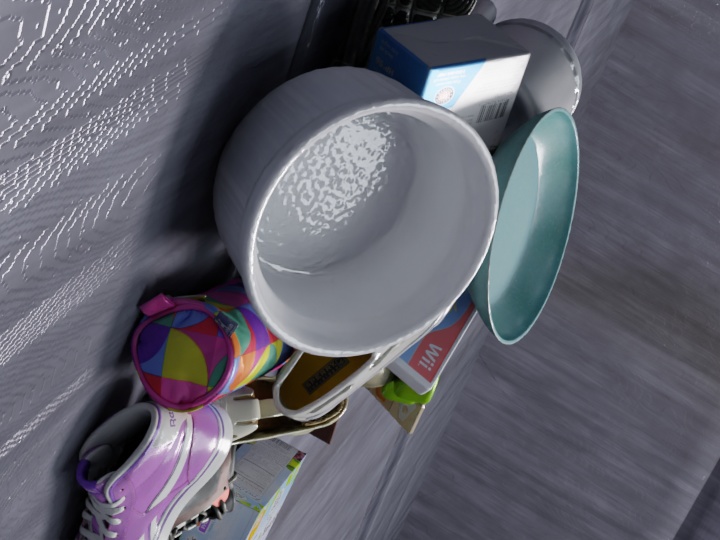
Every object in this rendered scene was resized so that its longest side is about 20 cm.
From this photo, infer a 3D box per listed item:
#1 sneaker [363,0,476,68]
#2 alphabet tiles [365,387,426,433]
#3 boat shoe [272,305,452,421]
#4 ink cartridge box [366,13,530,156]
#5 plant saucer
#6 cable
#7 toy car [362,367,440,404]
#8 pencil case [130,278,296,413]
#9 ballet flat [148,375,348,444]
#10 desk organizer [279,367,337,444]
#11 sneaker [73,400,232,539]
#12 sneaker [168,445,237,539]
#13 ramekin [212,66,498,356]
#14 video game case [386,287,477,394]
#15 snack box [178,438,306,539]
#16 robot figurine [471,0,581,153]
[{"bbox_3d":[0.046,-0.218,1.342,0.085,0.077,0.201,-78,-166,-58],"label":"sneaker"},{"bbox_3d":[0.019,0.027,1.475,0.008,0.200,0.168,-3,126,-42],"label":"alphabet tiles"},{"bbox_3d":[0.006,0.041,1.220,0.200,0.071,0.070,-42,175,3],"label":"boat shoe"},{"bbox_3d":[0.049,-0.098,1.259,0.115,0.068,0.201,-14,134,-39],"label":"ink cartridge box"},{"bbox_3d":[0.131,-0.040,1.303,0.200,0.036,0.201,-44,142,-49],"label":"plant saucer"},{"bbox_3d":[-0.009,-0.143,1.251,0.201,0.050,0.097,-60,163,-9],"label":"cable"},{"bbox_3d":[0.000,0.000,1.374,0.158,0.163,0.202,143,-38,-81],"label":"toy car"},{"bbox_3d":[-0.105,0.050,1.190,0.089,0.088,0.200,-64,170,9],"label":"pencil case"},{"bbox_3d":[-0.089,0.109,1.277,0.199,0.062,0.068,-5,87,-48],"label":"ballet flat"},{"bbox_3d":[-0.032,0.085,1.645,0.072,0.077,0.201,-52,165,-44],"label":"desk organizer"},{"bbox_3d":[-0.191,0.175,1.171,0.114,0.073,0.201,13,112,-58],"label":"sneaker"},{"bbox_3d":[-0.143,0.188,1.291,0.201,0.082,0.077,-58,-168,-23],"label":"sneaker"},{"bbox_3d":[-0.010,-0.048,1.125,0.199,0.098,0.202,-15,125,-22],"label":"ramekin"},{"bbox_3d":[0.011,-0.012,1.303,0.143,0.200,0.017,-56,-168,-33],"label":"video game case"},{"bbox_3d":[-0.136,0.268,1.580,0.170,0.067,0.200,-64,176,13],"label":"snack box"},{"bbox_3d":[0.129,-0.157,1.402,0.200,0.112,0.171,-43,117,-51],"label":"robot figurine"}]
